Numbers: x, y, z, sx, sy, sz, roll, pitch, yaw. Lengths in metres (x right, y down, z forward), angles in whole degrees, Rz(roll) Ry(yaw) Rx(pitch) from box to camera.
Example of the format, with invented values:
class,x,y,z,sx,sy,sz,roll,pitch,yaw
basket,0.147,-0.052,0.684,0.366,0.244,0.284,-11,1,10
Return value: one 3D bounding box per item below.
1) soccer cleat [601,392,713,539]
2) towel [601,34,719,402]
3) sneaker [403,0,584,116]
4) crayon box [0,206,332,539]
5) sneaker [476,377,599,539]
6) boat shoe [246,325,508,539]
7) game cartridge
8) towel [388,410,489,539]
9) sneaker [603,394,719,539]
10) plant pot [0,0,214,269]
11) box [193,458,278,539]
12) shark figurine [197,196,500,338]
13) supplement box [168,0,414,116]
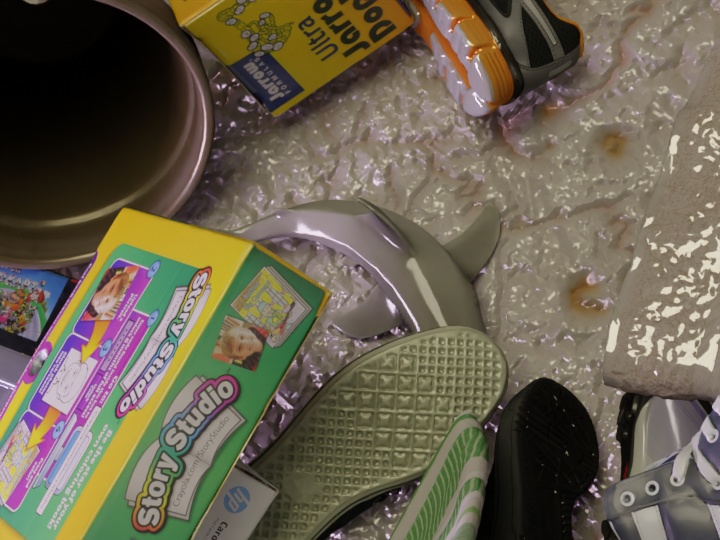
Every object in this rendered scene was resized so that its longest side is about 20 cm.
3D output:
class,x,y,z,sx,sy,sz,roll,pitch,yaw
soccer cleat,0.169,0.096,0.915,0.073,0.068,0.200,13,66,0
towel,0.199,-0.026,0.806,0.132,0.034,0.200,11,70,29
sneaker,0.065,-0.176,1.076,0.077,0.078,0.200,-18,58,-12
crayon box,-0.120,0.073,0.914,0.200,0.058,0.173,-60,29,-8
sneaker,0.066,0.150,0.915,0.104,0.060,0.200,-43,23,35
boat shoe,-0.007,0.097,0.966,0.200,0.062,0.075,-39,89,8
game cartridge,-0.218,0.057,1.091,0.200,0.038,0.130,17,77,27
towel,0.017,0.156,0.846,0.023,0.200,0.153,29,104,0
sneaker,0.162,0.057,0.732,0.108,0.070,0.200,5,93,27
plant pot,-0.196,-0.132,1.090,0.200,0.200,0.174,-24,41,8
box,-0.142,0.168,0.952,0.200,0.041,0.156,-58,30,-4
shark figurine,-0.009,-0.017,1.016,0.214,0.090,0.128,20,73,25
supplement box,-0.067,-0.215,1.099,0.109,0.109,0.200,-33,53,11
